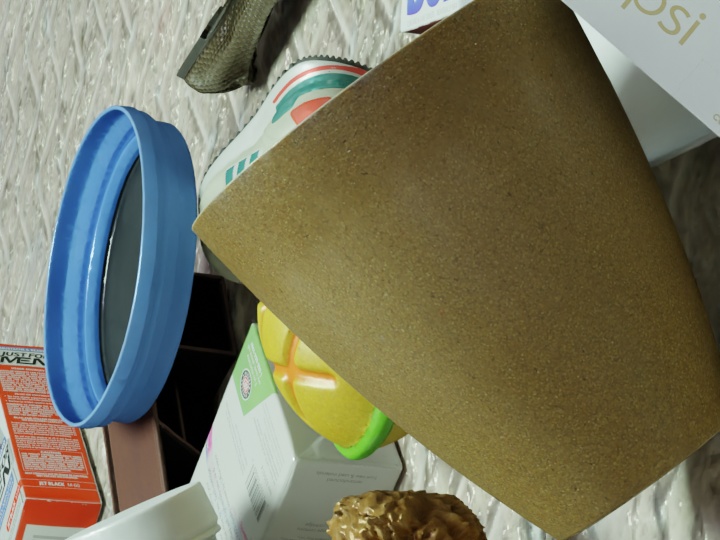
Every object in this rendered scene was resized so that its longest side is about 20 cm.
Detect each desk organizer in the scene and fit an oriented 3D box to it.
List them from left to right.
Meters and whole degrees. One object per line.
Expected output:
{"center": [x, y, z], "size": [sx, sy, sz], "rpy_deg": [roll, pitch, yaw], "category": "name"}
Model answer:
{"center": [-0.116, 0.097, 1.820], "size": [0.077, 0.072, 0.200], "rpy_deg": [120, 149, -42], "category": "desk organizer"}

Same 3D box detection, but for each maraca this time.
{"center": [0.000, 0.000, 1.494], "size": [0.137, 0.107, 0.200], "rpy_deg": [129, 142, -55], "category": "maraca"}

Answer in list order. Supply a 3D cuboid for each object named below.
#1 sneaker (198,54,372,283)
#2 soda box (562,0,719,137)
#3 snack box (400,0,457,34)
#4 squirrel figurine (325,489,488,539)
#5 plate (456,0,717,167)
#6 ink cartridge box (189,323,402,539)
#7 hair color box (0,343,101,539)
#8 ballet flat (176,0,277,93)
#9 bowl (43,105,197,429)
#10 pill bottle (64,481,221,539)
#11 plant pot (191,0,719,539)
{"center": [-0.045, -0.034, 1.669], "size": [0.200, 0.070, 0.093], "rpy_deg": [126, 150, -48], "category": "sneaker"}
{"center": [0.099, -0.142, 1.148], "size": [0.068, 0.200, 0.064], "rpy_deg": [-51, -6, 22], "category": "soda box"}
{"center": [0.071, -0.169, 1.475], "size": [0.200, 0.024, 0.072], "rpy_deg": [170, 104, -68], "category": "snack box"}
{"center": [0.027, 0.209, 1.332], "size": [0.200, 0.141, 0.187], "rpy_deg": [116, 146, -46], "category": "squirrel figurine"}
{"center": [0.112, -0.123, 1.309], "size": [0.200, 0.032, 0.200], "rpy_deg": [-30, 57, 51], "category": "plate"}
{"center": [-0.049, 0.144, 1.635], "size": [0.117, 0.067, 0.200], "rpy_deg": [-110, 34, -47], "category": "ink cartridge box"}
{"center": [-0.251, 0.155, 2.162], "size": [0.200, 0.064, 0.111], "rpy_deg": [-114, 35, -55], "category": "hair color box"}
{"center": [-0.056, -0.169, 1.788], "size": [0.200, 0.046, 0.067], "rpy_deg": [-50, 7, 46], "category": "ballet flat"}
{"center": [-0.149, 0.000, 1.786], "size": [0.201, 0.039, 0.201], "rpy_deg": [-171, 90, -69], "category": "bowl"}
{"center": [-0.083, 0.220, 1.537], "size": [0.200, 0.111, 0.111], "rpy_deg": [67, 156, 1], "category": "pill bottle"}
{"center": [0.062, 0.006, 1.213], "size": [0.200, 0.186, 0.186], "rpy_deg": [53, 151, 2], "category": "plant pot"}
